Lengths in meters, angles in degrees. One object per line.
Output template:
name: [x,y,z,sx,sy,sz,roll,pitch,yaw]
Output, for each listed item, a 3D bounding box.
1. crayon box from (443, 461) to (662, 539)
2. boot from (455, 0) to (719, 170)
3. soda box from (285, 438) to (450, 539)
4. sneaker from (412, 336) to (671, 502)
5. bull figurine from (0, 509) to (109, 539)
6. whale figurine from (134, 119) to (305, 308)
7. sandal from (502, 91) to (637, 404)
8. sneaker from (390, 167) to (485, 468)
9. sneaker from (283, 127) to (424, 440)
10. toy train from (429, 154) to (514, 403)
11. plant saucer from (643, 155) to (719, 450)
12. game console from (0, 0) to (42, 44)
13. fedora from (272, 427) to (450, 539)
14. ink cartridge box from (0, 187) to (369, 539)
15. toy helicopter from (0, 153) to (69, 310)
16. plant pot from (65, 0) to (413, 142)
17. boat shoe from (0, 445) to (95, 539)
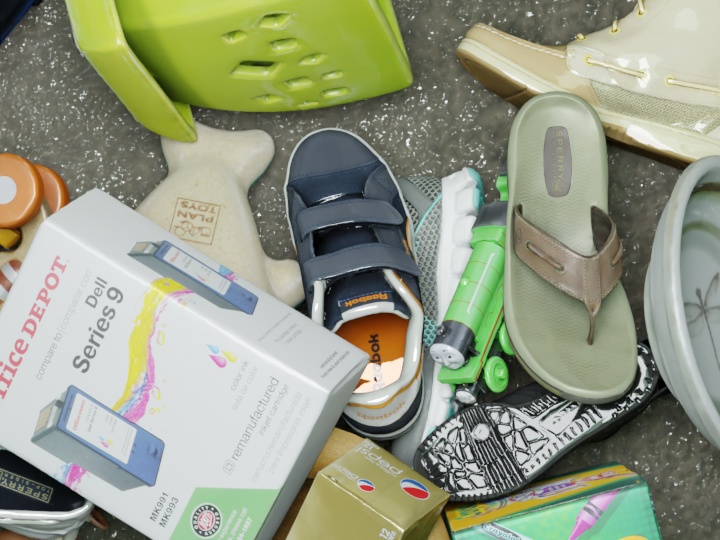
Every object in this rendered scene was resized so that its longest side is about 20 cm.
crayon box: [0.115,0.163,1.581,0.118,0.200,0.059,-14,89,0]
boot: [0.175,-0.161,1.666,0.199,0.073,0.156,21,87,1]
soda box: [-0.024,0.203,1.547,0.064,0.068,0.201,32,116,15]
sneaker: [0.127,0.092,1.637,0.199,0.104,0.060,-28,81,0]
bull figurine: [-0.236,0.206,1.634,0.200,0.121,0.065,-41,102,4]
whale figurine: [-0.109,0.001,1.662,0.158,0.104,0.201,9,62,1]
sandal: [0.124,-0.017,1.578,0.079,0.057,0.203,-5,74,-8]
sneaker: [0.028,0.032,1.663,0.090,0.078,0.202,5,78,10]
sneaker: [0.000,0.000,1.596,0.078,0.079,0.201,-15,76,0]
toy train: [0.091,-0.008,1.628,0.056,0.042,0.201,49,51,-35]
plant saucer: [0.222,0.031,1.612,0.050,0.200,0.202,-14,85,33]
game console: [-0.296,-0.236,1.659,0.199,0.118,0.172,17,87,2]
fedora: [-0.020,0.176,1.626,0.199,0.082,0.202,8,109,25]
ink cartridge box: [-0.119,0.067,1.535,0.199,0.087,0.146,32,111,8]
toy helicopter: [-0.244,0.027,1.660,0.131,0.079,0.202,-13,85,7]
plant pot: [-0.089,-0.202,1.603,0.180,0.200,0.200,-19,71,6]
boat shoe: [-0.253,0.114,1.559,0.199,0.066,0.072,23,72,-11]
